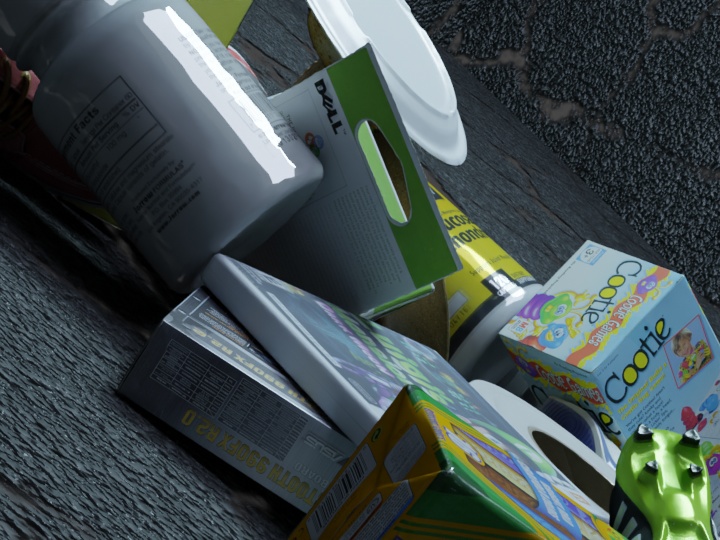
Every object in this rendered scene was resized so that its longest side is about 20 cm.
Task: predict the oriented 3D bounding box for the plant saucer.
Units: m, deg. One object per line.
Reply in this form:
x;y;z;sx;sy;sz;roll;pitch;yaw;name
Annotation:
0.000;0.000;1.821;0.035;0.201;0.200;-13;36;-21;plant saucer

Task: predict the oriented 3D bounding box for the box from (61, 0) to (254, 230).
-0.119;-0.127;1.737;0.050;0.200;0.075;29;9;-8;box

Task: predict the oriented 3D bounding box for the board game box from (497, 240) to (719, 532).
0.202;0.093;1.999;0.103;0.105;0.200;23;-29;49;board game box

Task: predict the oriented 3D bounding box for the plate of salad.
0.002;-0.146;1.787;0.200;0.048;0.200;48;18;-21;plate of salad

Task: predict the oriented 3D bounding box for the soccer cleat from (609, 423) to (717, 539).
0.163;0.168;1.500;0.067;0.081;0.200;9;37;-1;soccer cleat

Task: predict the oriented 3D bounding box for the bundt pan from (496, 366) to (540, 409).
0.136;0.081;2.154;0.202;0.076;0.202;38;8;-7;bundt pan

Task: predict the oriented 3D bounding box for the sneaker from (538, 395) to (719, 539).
0.186;0.180;1.913;0.199;0.081;0.115;38;-8;42;sneaker

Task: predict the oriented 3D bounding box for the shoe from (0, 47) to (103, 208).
-0.216;-0.101;1.669;0.200;0.072;0.091;35;10;6;shoe

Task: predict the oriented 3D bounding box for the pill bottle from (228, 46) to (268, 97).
-0.103;-0.080;1.869;0.111;0.111;0.200;35;10;-25;pill bottle

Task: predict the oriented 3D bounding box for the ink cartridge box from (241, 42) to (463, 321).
-0.005;-0.044;1.668;0.076;0.200;0.148;-20;87;-42;ink cartridge box

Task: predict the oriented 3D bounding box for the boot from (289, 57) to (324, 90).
0.009;-0.055;1.923;0.072;0.200;0.166;-23;69;-43;boot

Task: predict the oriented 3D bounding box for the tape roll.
0.124;0.158;1.755;0.202;0.071;0.202;38;10;-8;tape roll

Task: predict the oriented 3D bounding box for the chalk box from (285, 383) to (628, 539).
0.071;0.172;1.310;0.200;0.125;0.124;36;10;-15;chalk box

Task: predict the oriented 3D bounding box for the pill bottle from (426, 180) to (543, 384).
0.035;-0.004;2.043;0.200;0.112;0.112;43;10;19;pill bottle

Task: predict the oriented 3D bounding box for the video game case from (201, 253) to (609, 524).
0.024;0.070;1.534;0.182;0.023;0.200;26;12;-40;video game case

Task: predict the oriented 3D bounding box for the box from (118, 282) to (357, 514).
-0.025;0.087;1.509;0.200;0.048;0.158;33;10;0;box

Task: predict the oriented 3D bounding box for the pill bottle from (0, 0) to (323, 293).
-0.124;-0.096;1.608;0.200;0.114;0.114;50;10;6;pill bottle
